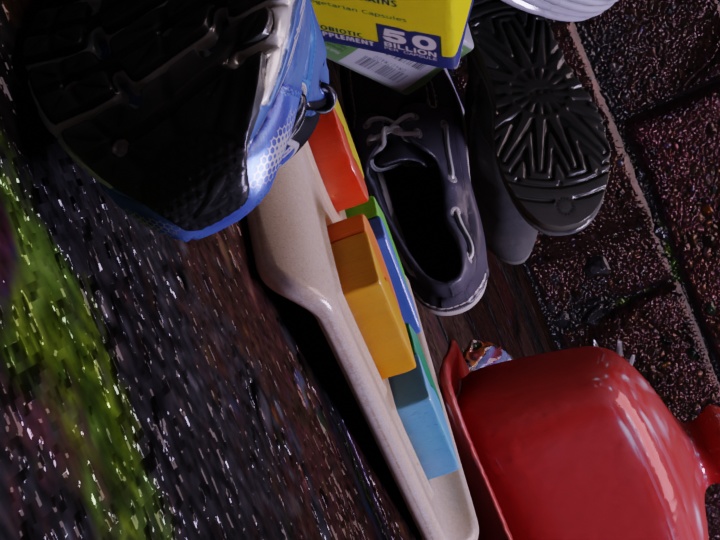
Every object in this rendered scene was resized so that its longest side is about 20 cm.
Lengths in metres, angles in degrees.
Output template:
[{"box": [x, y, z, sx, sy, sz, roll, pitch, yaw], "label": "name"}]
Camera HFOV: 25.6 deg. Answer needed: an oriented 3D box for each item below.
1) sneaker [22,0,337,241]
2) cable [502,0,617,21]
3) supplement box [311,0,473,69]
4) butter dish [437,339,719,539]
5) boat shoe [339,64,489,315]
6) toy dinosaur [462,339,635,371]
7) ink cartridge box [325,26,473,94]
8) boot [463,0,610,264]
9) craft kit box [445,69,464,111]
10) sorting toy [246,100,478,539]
[{"box": [-0.037, -0.059, 0.440, 0.089, 0.078, 0.200, 61, 10, -27], "label": "sneaker"}, {"box": [0.094, -0.236, 0.964, 0.199, 0.069, 0.201, 25, 35, -32], "label": "cable"}, {"box": [-0.002, -0.181, 0.633, 0.200, 0.108, 0.110, 77, 26, -69], "label": "supplement box"}, {"box": [0.130, 0.115, 0.830, 0.200, 0.147, 0.200, -26, 93, -83], "label": "butter dish"}, {"box": [0.033, -0.073, 0.974, 0.063, 0.072, 0.201, 49, 25, -78], "label": "boat shoe"}, {"box": [0.115, 0.139, 1.082, 0.182, 0.104, 0.201, -122, -141, -47], "label": "toy dinosaur"}, {"box": [-0.004, -0.215, 0.958, 0.104, 0.059, 0.201, 19, 50, -45], "label": "ink cartridge box"}, {"box": [0.099, -0.058, 1.009, 0.200, 0.072, 0.183, 99, -15, -59], "label": "boot"}, {"box": [0.074, -0.216, 1.763, 0.198, 0.048, 0.201, -99, 165, -69], "label": "craft kit box"}, {"box": [0.000, 0.000, 0.676, 0.200, 0.036, 0.186, 60, 11, -45], "label": "sorting toy"}]
